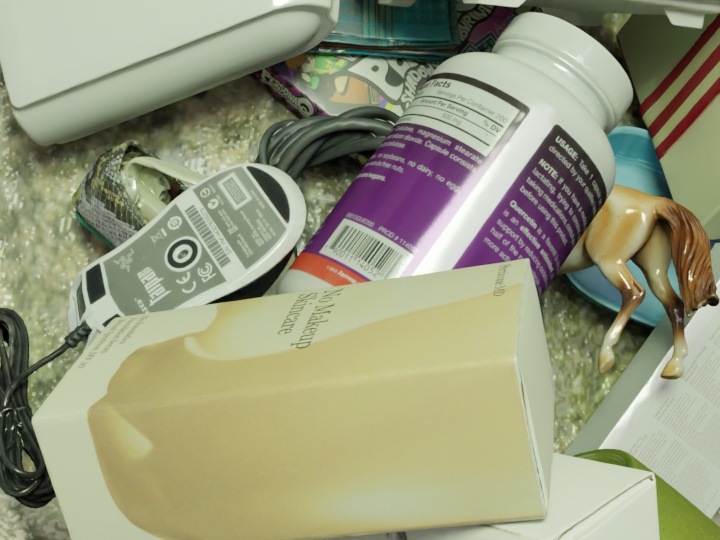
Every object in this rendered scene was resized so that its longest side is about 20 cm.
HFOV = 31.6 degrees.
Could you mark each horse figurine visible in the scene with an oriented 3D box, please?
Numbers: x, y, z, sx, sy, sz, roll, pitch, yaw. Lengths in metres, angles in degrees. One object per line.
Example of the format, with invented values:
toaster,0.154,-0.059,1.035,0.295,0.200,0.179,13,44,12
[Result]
horse figurine,0.124,-0.003,0.737,0.050,0.199,0.134,17,73,-46

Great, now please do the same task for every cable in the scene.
cable,0.000,0.000,0.741,0.163,0.051,0.201,-38,80,8

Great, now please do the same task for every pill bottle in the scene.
pill bottle,0.053,-0.029,0.647,0.112,0.112,0.201,37,78,-2

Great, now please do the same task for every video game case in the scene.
video game case,0.018,-0.177,0.810,0.181,0.036,0.200,40,72,0

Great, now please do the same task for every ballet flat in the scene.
ballet flat,-0.077,-0.004,0.697,0.200,0.072,0.072,40,71,16

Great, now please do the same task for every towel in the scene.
towel,-0.013,-0.228,0.787,0.145,0.022,0.202,1,75,-11

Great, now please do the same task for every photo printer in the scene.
photo printer,-0.114,-0.178,0.723,0.199,0.069,0.168,-19,71,6

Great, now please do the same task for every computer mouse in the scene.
computer mouse,-0.108,0.023,0.642,0.199,0.044,0.110,-34,56,-3

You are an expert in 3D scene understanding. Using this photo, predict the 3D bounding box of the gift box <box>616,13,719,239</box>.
gift box,0.291,-0.139,0.762,0.199,0.187,0.186,-7,65,-22

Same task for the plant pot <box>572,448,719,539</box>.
plant pot,0.148,0.198,0.647,0.187,0.187,0.201,-35,101,-18

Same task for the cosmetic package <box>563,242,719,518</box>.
cosmetic package,0.191,0.087,0.753,0.082,0.051,0.200,38,86,-8

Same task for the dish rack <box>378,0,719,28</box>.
dish rack,0.100,-0.163,0.706,0.199,0.171,0.044,0,100,-27

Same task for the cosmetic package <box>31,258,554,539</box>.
cosmetic package,-0.022,0.057,0.534,0.198,0.105,0.072,-9,110,13

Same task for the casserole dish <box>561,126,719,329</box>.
casserole dish,0.208,-0.012,0.812,0.199,0.039,0.122,22,73,-8

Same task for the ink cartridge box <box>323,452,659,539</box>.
ink cartridge box,0.035,0.155,0.575,0.082,0.199,0.148,-19,108,-44
